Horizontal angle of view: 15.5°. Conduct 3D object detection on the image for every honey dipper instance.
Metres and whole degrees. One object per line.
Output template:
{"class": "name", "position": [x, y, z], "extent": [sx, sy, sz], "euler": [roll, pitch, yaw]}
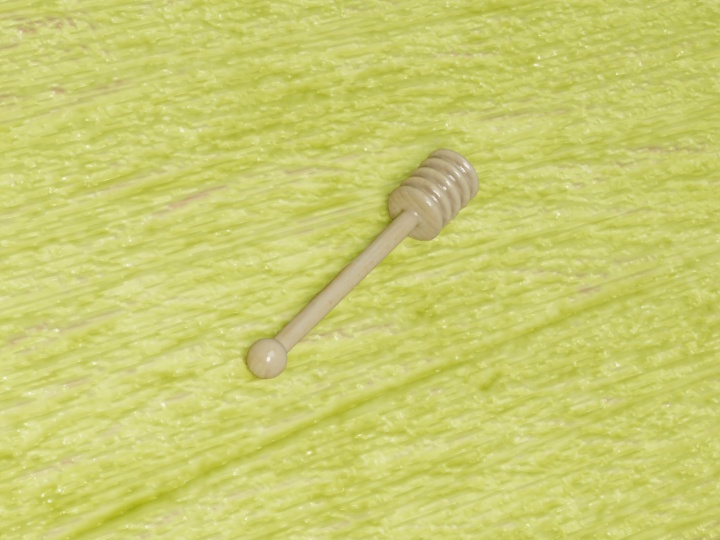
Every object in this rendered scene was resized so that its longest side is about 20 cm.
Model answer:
{"class": "honey dipper", "position": [0.000, 0.000, 1.489], "extent": [0.038, 0.038, 0.200], "euler": [44, 53, 0]}
